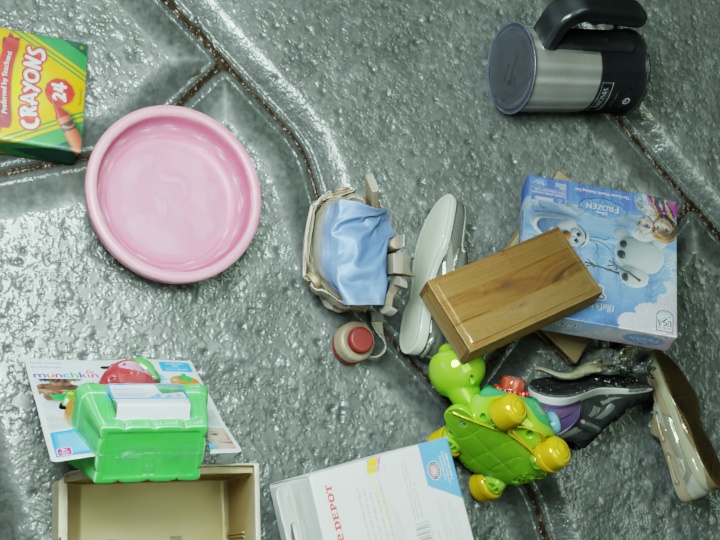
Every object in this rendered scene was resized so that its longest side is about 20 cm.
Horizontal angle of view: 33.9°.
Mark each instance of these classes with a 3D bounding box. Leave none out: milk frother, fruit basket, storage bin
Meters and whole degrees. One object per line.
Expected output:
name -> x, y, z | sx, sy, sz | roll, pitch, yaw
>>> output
milk frother -> 0.265, -0.313, 1.569 | 0.186, 0.182, 0.200 | -2, 35, -26
fruit basket -> -0.230, 0.129, 1.180 | 0.183, 0.200, 0.095 | 3, 117, -24
storage bin -> -0.207, 0.302, 1.193 | 0.197, 0.094, 0.202 | 3, 76, -25

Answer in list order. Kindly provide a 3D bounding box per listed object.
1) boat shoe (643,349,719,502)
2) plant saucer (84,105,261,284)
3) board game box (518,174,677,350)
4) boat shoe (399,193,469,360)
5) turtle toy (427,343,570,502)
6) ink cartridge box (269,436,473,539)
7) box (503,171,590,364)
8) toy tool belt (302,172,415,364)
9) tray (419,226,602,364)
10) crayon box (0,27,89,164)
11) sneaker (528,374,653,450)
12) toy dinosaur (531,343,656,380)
boat shoe -> 0.402, 0.199, 1.524 | 0.072, 0.065, 0.202 | 14, 50, -44
plant saucer -> -0.210, -0.081, 1.313 | 0.198, 0.051, 0.203 | 7, 74, -23
board game box -> 0.296, -0.012, 1.479 | 0.198, 0.043, 0.201 | 9, 62, -2
boat shoe -> 0.099, 0.010, 1.429 | 0.060, 0.072, 0.204 | 18, 76, -22
turtle toy -> 0.153, 0.172, 1.381 | 0.200, 0.145, 0.101 | 45, 41, -14
ink cartridge box -> 0.000, 0.271, 1.282 | 0.198, 0.125, 0.130 | -10, 81, -27
box -> 0.266, -0.005, 1.539 | 0.163, 0.021, 0.201 | 42, 64, -10
toy tool belt -> 0.000, 0.000, 1.352 | 0.124, 0.123, 0.202 | -1, 78, -25
tray -> 0.178, 0.026, 1.384 | 0.199, 0.037, 0.099 | -21, 68, -27
crayon box -> -0.394, -0.192, 1.252 | 0.198, 0.051, 0.128 | 6, 75, -24
sneaker -> 0.283, 0.178, 1.487 | 0.198, 0.076, 0.089 | -3, 107, -33
toy dinosaur -> 0.311, 0.115, 1.474 | 0.199, 0.088, 0.048 | -9, 96, -43
